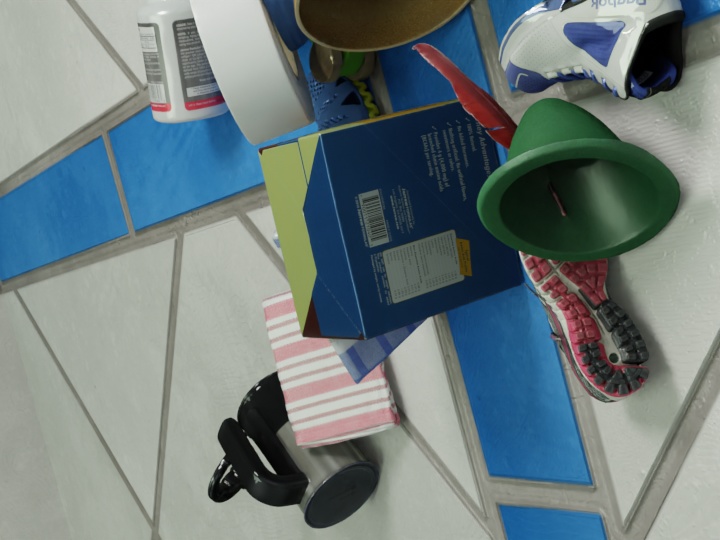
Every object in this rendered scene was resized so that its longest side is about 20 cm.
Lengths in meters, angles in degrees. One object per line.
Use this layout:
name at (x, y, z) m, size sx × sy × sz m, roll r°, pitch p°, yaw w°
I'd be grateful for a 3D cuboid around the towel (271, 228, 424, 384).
towel at (0.000, 0.000, 1.300) m, size 0.024 × 0.146 × 0.202 m, roll 6°, pitch 130°, yaw 55°

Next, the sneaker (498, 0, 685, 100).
sneaker at (0.198, -0.181, 0.998) m, size 0.199 × 0.080 × 0.117 m, roll -40°, pitch 68°, yaw 56°

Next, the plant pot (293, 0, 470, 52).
plant pot at (0.004, -0.349, 1.166) m, size 0.187 × 0.184 × 0.203 m, roll -51°, pitch 49°, yaw 55°

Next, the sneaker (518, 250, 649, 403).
sneaker at (0.194, 0.028, 1.113) m, size 0.075 × 0.079 × 0.203 m, roll 107°, pitch 145°, yaw -73°

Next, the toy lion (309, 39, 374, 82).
toy lion at (-0.046, -0.338, 1.354) m, size 0.200 × 0.068 × 0.194 m, roll 46°, pitch 132°, yaw 38°

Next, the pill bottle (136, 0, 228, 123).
pill bottle at (-0.243, -0.310, 1.635) m, size 0.110 × 0.109 × 0.203 m, roll 18°, pitch 120°, yaw 54°

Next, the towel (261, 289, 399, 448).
towel at (-0.038, 0.113, 1.512) m, size 0.144 × 0.030 × 0.203 m, roll -16°, pitch 87°, yaw 23°

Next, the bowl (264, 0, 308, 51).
bowl at (-0.090, -0.330, 1.243) m, size 0.201 × 0.039 × 0.204 m, roll -20°, pitch -89°, yaw -84°

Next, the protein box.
protein box at (0.031, -0.054, 1.218) m, size 0.134 × 0.198 × 0.202 m, roll -2°, pitch 103°, yaw 58°

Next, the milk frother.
milk frother at (-0.101, 0.276, 1.627) m, size 0.188 × 0.178 × 0.202 m, roll 49°, pitch 146°, yaw 37°

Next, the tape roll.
tape roll at (-0.113, -0.237, 1.260) m, size 0.202 × 0.070 × 0.205 m, roll -20°, pitch -89°, yaw -85°

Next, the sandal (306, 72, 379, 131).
sandal at (-0.017, -0.153, 1.365) m, size 0.201 × 0.086 × 0.080 m, roll 56°, pitch 148°, yaw 30°

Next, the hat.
hat at (0.173, -0.130, 1.051) m, size 0.165 × 0.198 × 0.178 m, roll -34°, pitch 44°, yaw 41°
